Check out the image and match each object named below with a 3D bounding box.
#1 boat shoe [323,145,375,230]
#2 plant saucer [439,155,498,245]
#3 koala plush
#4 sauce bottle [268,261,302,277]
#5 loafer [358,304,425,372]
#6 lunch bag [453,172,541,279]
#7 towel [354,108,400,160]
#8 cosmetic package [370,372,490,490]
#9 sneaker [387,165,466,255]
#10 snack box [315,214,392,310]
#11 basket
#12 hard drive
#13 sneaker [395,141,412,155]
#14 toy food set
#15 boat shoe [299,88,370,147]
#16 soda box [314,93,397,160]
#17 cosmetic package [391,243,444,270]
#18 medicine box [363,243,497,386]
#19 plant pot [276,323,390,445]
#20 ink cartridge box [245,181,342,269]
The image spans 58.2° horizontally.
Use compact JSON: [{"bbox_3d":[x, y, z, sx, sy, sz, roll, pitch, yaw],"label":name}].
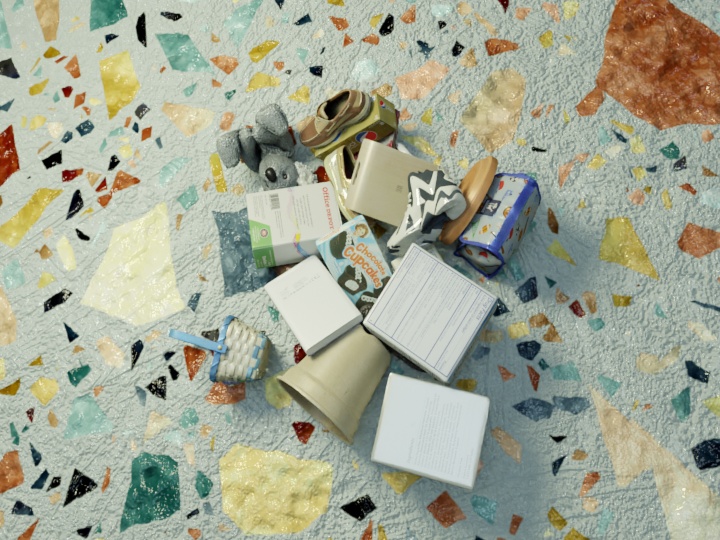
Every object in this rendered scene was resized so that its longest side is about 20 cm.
[{"bbox_3d":[-0.016,-0.178,1.395,0.066,0.073,0.204,-37,73,36],"label":"boat shoe"},{"bbox_3d":[0.216,-0.148,1.333,0.032,0.200,0.204,29,81,-5],"label":"plant saucer"},{"bbox_3d":[-0.196,-0.243,1.467,0.174,0.184,0.204,-30,93,10],"label":"koala plush"},{"bbox_3d":[-0.133,0.011,1.420,0.197,0.066,0.067,31,82,14],"label":"sauce bottle"},{"bbox_3d":[0.077,0.137,1.349,0.198,0.071,0.074,38,82,-3],"label":"loafer"},{"bbox_3d":[0.277,-0.093,1.299,0.122,0.200,0.173,31,83,2],"label":"lunch bag"},{"bbox_3d":[0.019,-0.255,1.450,0.141,0.022,0.207,-4,75,42],"label":"towel"},{"bbox_3d":[0.137,0.309,1.245,0.194,0.165,0.170,13,77,11],"label":"cosmetic package"},{"bbox_3d":[0.117,-0.130,1.301,0.199,0.078,0.132,-46,45,39],"label":"sneaker"},{"bbox_3d":[0.000,0.000,1.358,0.114,0.037,0.203,-28,110,0],"label":"snack box"},{"bbox_3d":[-0.290,0.162,1.351,0.195,0.176,0.143,19,82,2],"label":"basket"},{"bbox_3d":[-0.099,0.066,1.313,0.130,0.026,0.201,-31,50,-11],"label":"hard drive"},{"bbox_3d":[0.088,-0.187,1.428,0.113,0.076,0.202,-35,75,-4],"label":"sneaker"},{"bbox_3d":[0.076,-0.171,1.353,0.195,0.060,0.147,18,97,-8],"label":"toy food set"},{"bbox_3d":[-0.068,-0.334,1.394,0.197,0.071,0.078,-28,62,34],"label":"boat shoe"},{"bbox_3d":[-0.015,-0.309,1.435,0.197,0.067,0.066,-21,67,37],"label":"soda box"},{"bbox_3d":[0.155,0.052,1.349,0.101,0.087,0.204,-28,74,3],"label":"cosmetic package"},{"bbox_3d":[0.135,0.086,1.244,0.197,0.103,0.185,33,83,15],"label":"medicine box"},{"bbox_3d":[-0.038,0.210,1.301,0.198,0.202,0.184,35,72,16],"label":"plant pot"},{"bbox_3d":[-0.142,-0.099,1.405,0.194,0.085,0.148,-9,59,-7],"label":"ink cartridge box"}]
